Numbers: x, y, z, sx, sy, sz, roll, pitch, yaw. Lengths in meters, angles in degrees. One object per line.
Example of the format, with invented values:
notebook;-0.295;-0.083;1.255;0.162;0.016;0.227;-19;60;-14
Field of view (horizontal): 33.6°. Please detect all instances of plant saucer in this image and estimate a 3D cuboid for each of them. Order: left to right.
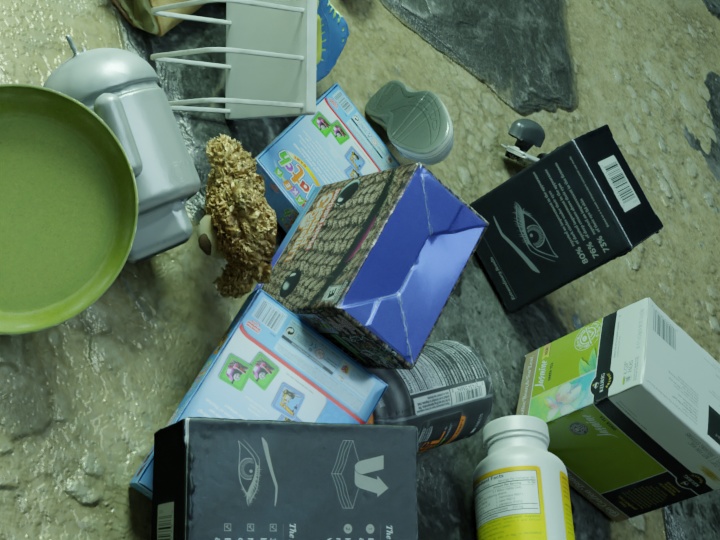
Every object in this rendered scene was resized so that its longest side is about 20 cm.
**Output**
plant saucer;-0.278;-0.048;0.959;0.197;0.031;0.203;1;81;-7

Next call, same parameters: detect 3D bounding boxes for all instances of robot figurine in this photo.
robot figurine;-0.215;-0.110;1.059;0.112;0.169;0.202;-23;93;-14

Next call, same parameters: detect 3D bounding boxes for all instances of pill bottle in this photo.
pill bottle;0.036;0.133;1.194;0.199;0.106;0.107;-7;71;-47
pill bottle;0.172;0.260;1.258;0.104;0.104;0.202;25;50;-34

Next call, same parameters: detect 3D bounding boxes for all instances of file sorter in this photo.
file sorter;-0.131;-0.258;1.185;0.124;0.138;0.203;-2;94;-43

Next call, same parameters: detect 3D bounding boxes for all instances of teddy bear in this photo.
teddy bear;-0.123;-0.052;1.106;0.066;0.146;0.201;3;35;-13

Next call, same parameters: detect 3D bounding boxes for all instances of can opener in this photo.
can opener;0.273;-0.157;1.656;0.198;0.068;0.053;14;13;-42

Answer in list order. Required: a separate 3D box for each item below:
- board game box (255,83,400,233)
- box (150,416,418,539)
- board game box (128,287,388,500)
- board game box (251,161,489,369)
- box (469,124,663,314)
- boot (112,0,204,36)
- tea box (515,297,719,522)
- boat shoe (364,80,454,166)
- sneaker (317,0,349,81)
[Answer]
board game box;-0.031;-0.100;1.314;0.152;0.036;0.200;51;38;-10
box;-0.061;0.224;0.948;0.197;0.117;0.200;5;76;-22
board game box;-0.085;0.142;1.041;0.151;0.037;0.201;37;66;-13
board game box;0.000;0.000;1.128;0.097;0.199;0.161;38;69;-22
box;0.241;-0.061;1.462;0.104;0.199;0.149;-25;85;-51
boot;-0.168;-0.296;1.291;0.176;0.066;0.200;50;42;-6
tea box;0.318;0.169;1.398;0.200;0.196;0.135;39;43;-23
boat shoe;0.065;-0.165;1.386;0.065;0.074;0.202;45;0;-28
sneaker;-0.060;-0.285;1.305;0.075;0.202;0.105;29;44;21
